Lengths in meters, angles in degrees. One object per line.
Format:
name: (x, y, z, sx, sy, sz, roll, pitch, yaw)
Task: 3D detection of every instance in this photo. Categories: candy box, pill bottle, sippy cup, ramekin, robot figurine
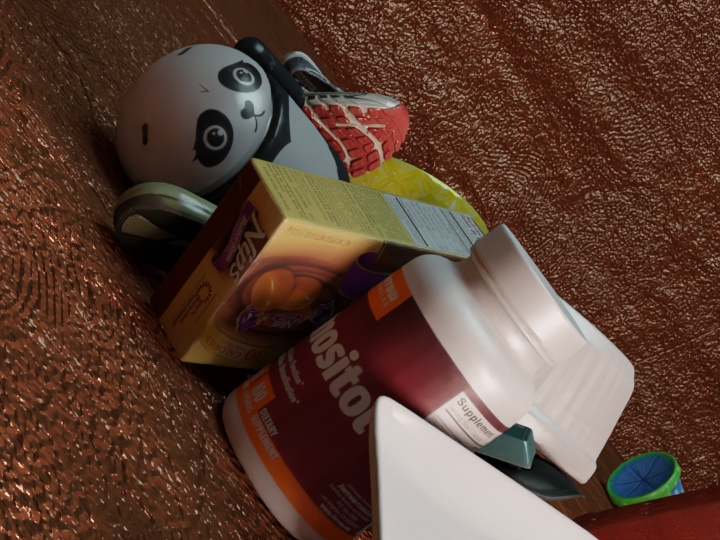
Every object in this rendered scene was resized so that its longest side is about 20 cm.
candy box: (-0.016, 0.008, 0.956, 0.199, 0.117, 0.057, 13, 35, -45)
pill bottle: (0.027, 0.065, 0.909, 0.113, 0.199, 0.113, 52, 7, -10)
sippy cup: (0.522, 0.415, 2.765, 0.131, 0.138, 0.178, 62, 29, -20)
ramekin: (0.118, 0.062, 1.183, 0.202, 0.095, 0.202, 39, -1, 1)
robot figurine: (-0.083, -0.070, 1.094, 0.200, 0.124, 0.151, 47, 11, -44)

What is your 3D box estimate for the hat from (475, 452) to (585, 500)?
hat: (0.051, 0.148, 1.076, 0.199, 0.082, 0.201, 22, 4, -2)

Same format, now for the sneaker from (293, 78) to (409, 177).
sneaker: (-0.053, -0.124, 1.222, 0.083, 0.198, 0.078, -67, 147, -35)

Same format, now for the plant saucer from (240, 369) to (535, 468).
plant saucer: (0.022, 0.086, 1.028, 0.198, 0.019, 0.070, 19, 7, 8)

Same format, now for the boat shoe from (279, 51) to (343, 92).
boat shoe: (-0.042, -0.235, 2.264, 0.200, 0.072, 0.068, 47, 8, -31)

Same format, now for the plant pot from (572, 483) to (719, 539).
plant pot: (0.242, 0.266, 1.186, 0.200, 0.198, 0.178, 18, 58, -78)

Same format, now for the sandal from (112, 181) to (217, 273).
sandal: (-0.079, -0.016, 1.000, 0.201, 0.079, 0.058, 40, 37, -49)

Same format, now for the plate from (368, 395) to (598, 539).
plate: (0.070, 0.187, 0.797, 0.199, 0.032, 0.201, 36, 33, -28)

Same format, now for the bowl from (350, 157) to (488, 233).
bowl: (0.000, 0.000, 1.285, 0.200, 0.199, 0.108, 48, 52, -39)
